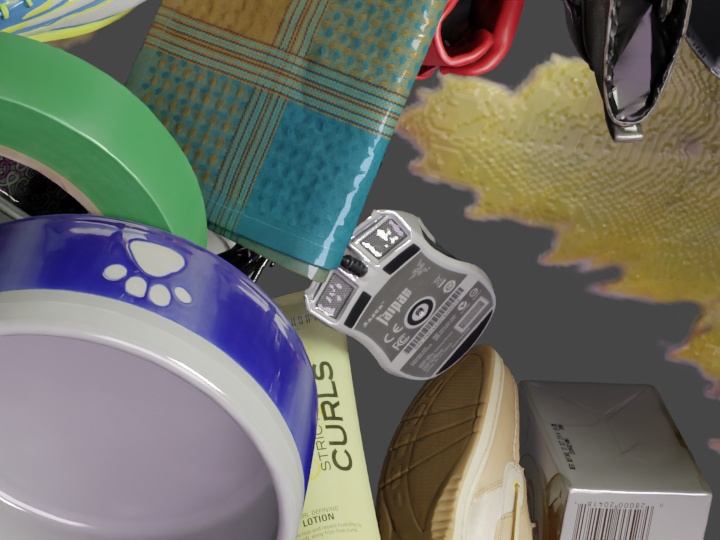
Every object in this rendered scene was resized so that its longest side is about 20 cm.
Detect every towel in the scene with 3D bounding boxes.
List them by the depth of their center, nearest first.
[{"bbox_3d":[-0.031,-0.110,1.210,0.022,0.147,0.200,18,97,-58],"label":"towel"}]

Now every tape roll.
[{"bbox_3d":[-0.170,-0.015,1.195,0.200,0.048,0.201,5,129,6],"label":"tape roll"}]

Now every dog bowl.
[{"bbox_3d":[-0.120,0.075,1.177,0.200,0.079,0.200,5,130,6],"label":"dog bowl"}]

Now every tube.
[{"bbox_3d":[-0.027,0.097,1.308,0.058,0.200,0.052,12,140,-35],"label":"tube"}]

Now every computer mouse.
[{"bbox_3d":[0.000,0.000,1.303,0.110,0.044,0.200,-49,147,3],"label":"computer mouse"}]

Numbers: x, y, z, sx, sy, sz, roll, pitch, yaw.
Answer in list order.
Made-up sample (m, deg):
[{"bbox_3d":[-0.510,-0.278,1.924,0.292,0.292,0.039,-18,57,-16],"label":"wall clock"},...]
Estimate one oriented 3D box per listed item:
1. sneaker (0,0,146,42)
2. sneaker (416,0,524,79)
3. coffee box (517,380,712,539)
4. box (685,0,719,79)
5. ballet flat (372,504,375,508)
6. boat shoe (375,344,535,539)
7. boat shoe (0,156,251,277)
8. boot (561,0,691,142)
[{"bbox_3d":[-0.177,-0.120,1.216,0.200,0.105,0.076,-13,118,-1],"label":"sneaker"},{"bbox_3d":[0.000,-0.106,1.243,0.078,0.116,0.200,36,105,-22],"label":"sneaker"},{"bbox_3d":[0.117,0.173,1.401,0.080,0.114,0.200,2,117,-11],"label":"coffee box"},{"bbox_3d":[0.270,-0.143,1.271,0.148,0.104,0.200,38,106,-24],"label":"box"},{"bbox_3d":[-0.058,0.104,1.378,0.200,0.070,0.065,35,80,-25],"label":"ballet flat"},{"bbox_3d":[0.052,0.133,1.340,0.069,0.200,0.074,36,141,-30],"label":"boat shoe"},{"bbox_3d":[-0.132,-0.036,1.284,0.200,0.069,0.072,37,106,-23],"label":"boat shoe"},{"bbox_3d":[0.118,-0.178,1.192,0.069,0.174,0.200,-3,117,-7],"label":"boot"}]
